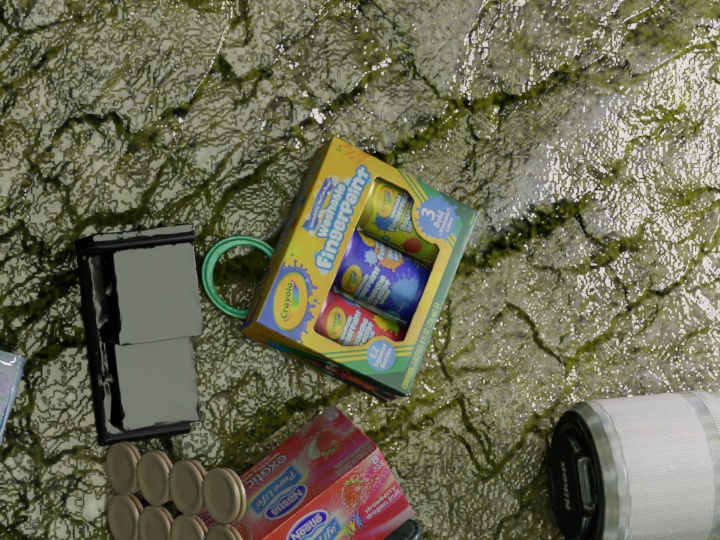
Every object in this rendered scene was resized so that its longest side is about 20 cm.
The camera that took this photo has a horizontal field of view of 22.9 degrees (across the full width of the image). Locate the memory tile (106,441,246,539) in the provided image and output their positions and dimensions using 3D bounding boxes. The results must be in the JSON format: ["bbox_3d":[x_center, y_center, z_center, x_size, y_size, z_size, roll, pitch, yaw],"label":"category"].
[{"bbox_3d":[-0.169,0.243,1.624,0.017,0.199,0.155,-8,101,-43],"label":"memory tile"}]

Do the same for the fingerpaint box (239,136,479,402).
[{"bbox_3d":[0.000,0.000,1.717,0.166,0.073,0.202,27,74,-12],"label":"fingerpaint box"}]

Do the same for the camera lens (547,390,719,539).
[{"bbox_3d":[0.295,0.203,1.756,0.198,0.160,0.162,-4,90,-14],"label":"camera lens"}]

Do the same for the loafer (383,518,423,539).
[{"bbox_3d":[-0.023,0.311,1.726,0.199,0.072,0.063,-27,115,-6],"label":"loafer"}]

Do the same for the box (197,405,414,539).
[{"bbox_3d":[-0.063,0.238,1.684,0.199,0.095,0.100,-36,126,-12],"label":"box"}]

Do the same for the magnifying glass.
[{"bbox_3d":[-0.065,0.032,1.742,0.199,0.022,0.080,28,82,-13],"label":"magnifying glass"}]

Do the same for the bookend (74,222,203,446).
[{"bbox_3d":[-0.197,0.063,1.618,0.091,0.199,0.202,-7,92,-14],"label":"bookend"}]

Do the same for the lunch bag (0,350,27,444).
[{"bbox_3d":[-0.420,0.128,1.602,0.198,0.127,0.171,17,83,-3],"label":"lunch bag"}]
